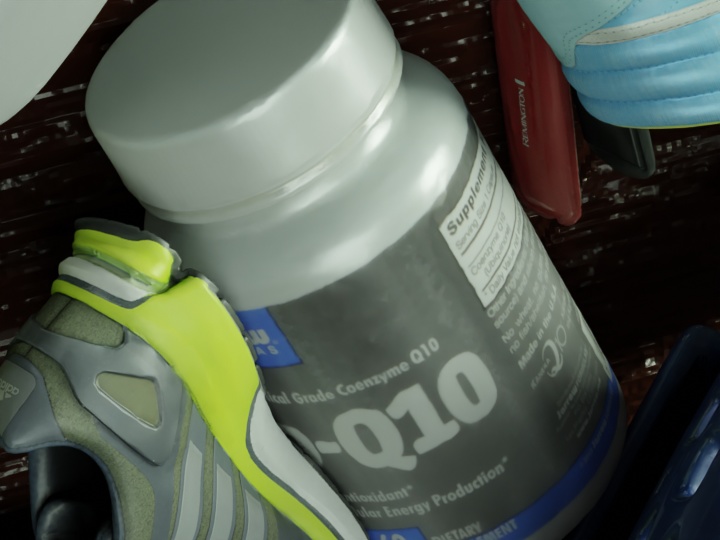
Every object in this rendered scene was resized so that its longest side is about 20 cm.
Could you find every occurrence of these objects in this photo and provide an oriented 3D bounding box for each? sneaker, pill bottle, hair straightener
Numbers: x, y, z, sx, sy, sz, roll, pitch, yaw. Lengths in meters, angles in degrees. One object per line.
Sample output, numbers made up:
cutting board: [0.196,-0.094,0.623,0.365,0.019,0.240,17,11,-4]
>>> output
sneaker: [0.129,-0.123,0.761,0.200,0.080,0.131,-35,122,-9]
pill bottle: [0.000,0.000,0.785,0.114,0.114,0.200,-32,124,1]
hair straightener: [0.072,-0.117,0.797,0.077,0.041,0.201,-28,120,-25]
sneaker: [-0.060,0.075,0.763,0.081,0.074,0.200,-48,131,-22]

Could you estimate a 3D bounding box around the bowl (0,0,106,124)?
bowl: [-0.142,-0.143,0.632,0.200,0.075,0.200,33,110,-5]

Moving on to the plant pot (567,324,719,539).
plant pot: [0.166,0.122,0.780,0.200,0.180,0.200,34,70,-12]
